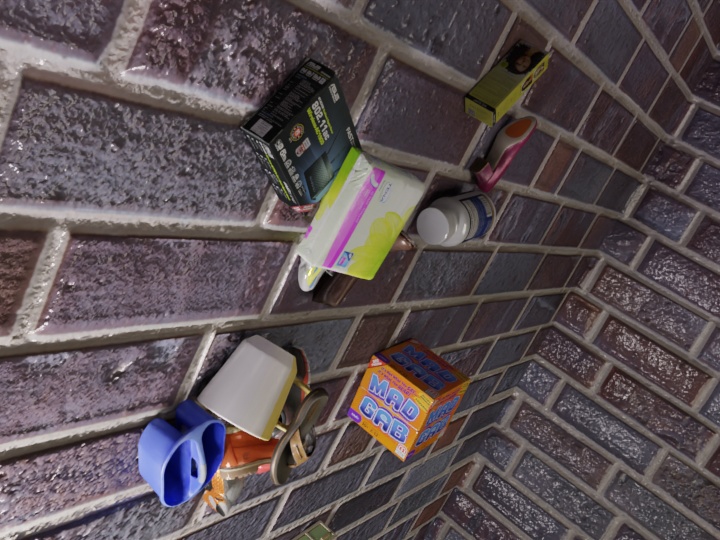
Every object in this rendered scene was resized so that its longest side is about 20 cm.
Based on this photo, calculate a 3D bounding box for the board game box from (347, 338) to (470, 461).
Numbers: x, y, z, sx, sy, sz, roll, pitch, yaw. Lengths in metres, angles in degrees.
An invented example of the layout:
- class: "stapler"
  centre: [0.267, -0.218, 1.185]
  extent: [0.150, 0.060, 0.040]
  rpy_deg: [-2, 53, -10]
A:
- class: "board game box"
  centre: [0.126, 0.331, 1.976]
  extent: [0.200, 0.200, 0.200]
  rpy_deg: [-14, 132, -53]

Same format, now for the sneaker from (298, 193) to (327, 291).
- class: "sneaker"
  centre: [-0.039, -0.044, 1.350]
  extent: [0.105, 0.076, 0.200]
  rpy_deg: [13, 114, -20]

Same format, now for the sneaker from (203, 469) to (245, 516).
- class: "sneaker"
  centre: [-0.279, 0.424, 1.557]
  extent: [0.092, 0.076, 0.200]
  rpy_deg: [-47, 162, -34]

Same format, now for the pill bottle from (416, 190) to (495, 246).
- class: "pill bottle"
  centre: [0.213, -0.114, 1.703]
  extent: [0.200, 0.111, 0.111]
  rpy_deg: [-18, 136, -51]

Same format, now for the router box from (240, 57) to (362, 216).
- class: "router box"
  centre: [-0.082, -0.198, 1.154]
  extent: [0.150, 0.062, 0.200]
  rpy_deg: [-50, 154, -14]

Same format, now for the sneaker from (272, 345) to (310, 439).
- class: "sneaker"
  centre: [-0.146, 0.237, 1.480]
  extent: [0.082, 0.201, 0.077]
  rpy_deg: [8, 147, -17]

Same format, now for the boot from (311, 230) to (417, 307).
- class: "boot"
  centre: [0.000, 0.000, 1.427]
  extent: [0.064, 0.186, 0.200]
  rpy_deg: [45, 77, -22]

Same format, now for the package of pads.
- class: "package of pads"
  centre: [0.005, -0.088, 1.255]
  extent: [0.154, 0.068, 0.200]
  rpy_deg: [14, 111, -48]

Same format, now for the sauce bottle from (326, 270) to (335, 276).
- class: "sauce bottle"
  centre: [-0.009, -0.081, 1.418]
  extent: [0.200, 0.065, 0.065]
  rpy_deg: [-52, 154, -5]

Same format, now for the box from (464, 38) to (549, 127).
- class: "box"
  centre: [0.306, -0.393, 1.579]
  extent: [0.200, 0.075, 0.050]
  rpy_deg: [-48, 156, -17]

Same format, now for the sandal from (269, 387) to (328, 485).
- class: "sandal"
  centre: [-0.104, 0.311, 1.387]
  extent: [0.200, 0.055, 0.082]
  rpy_deg: [-60, 155, 2]

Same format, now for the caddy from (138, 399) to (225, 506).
- class: "caddy"
  centre: [-0.308, 0.329, 1.337]
  extent: [0.141, 0.105, 0.200]
  rpy_deg: [-32, 146, -41]

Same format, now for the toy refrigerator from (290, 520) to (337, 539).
- class: "toy refrigerator"
  centre: [-0.161, 0.808, 2.192]
  extent: [0.200, 0.076, 0.070]
  rpy_deg: [-15, 133, -53]

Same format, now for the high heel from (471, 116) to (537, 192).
- class: "high heel"
  centre: [0.347, -0.272, 1.785]
  extent: [0.200, 0.067, 0.096]
  rpy_deg: [-48, 144, -4]

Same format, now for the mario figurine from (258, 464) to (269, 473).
- class: "mario figurine"
  centre: [-0.213, 0.329, 1.569]
  extent: [0.123, 0.106, 0.201]
  rpy_deg: [1, 116, -17]

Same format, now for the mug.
- class: "mug"
  centre: [-0.185, 0.208, 1.380]
  extent: [0.153, 0.149, 0.187]
  rpy_deg: [-60, 153, -9]

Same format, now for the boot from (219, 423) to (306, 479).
- class: "boot"
  centre: [-0.188, 0.326, 1.471]
  extent: [0.200, 0.075, 0.108]
  rpy_deg: [-8, 87, -44]
